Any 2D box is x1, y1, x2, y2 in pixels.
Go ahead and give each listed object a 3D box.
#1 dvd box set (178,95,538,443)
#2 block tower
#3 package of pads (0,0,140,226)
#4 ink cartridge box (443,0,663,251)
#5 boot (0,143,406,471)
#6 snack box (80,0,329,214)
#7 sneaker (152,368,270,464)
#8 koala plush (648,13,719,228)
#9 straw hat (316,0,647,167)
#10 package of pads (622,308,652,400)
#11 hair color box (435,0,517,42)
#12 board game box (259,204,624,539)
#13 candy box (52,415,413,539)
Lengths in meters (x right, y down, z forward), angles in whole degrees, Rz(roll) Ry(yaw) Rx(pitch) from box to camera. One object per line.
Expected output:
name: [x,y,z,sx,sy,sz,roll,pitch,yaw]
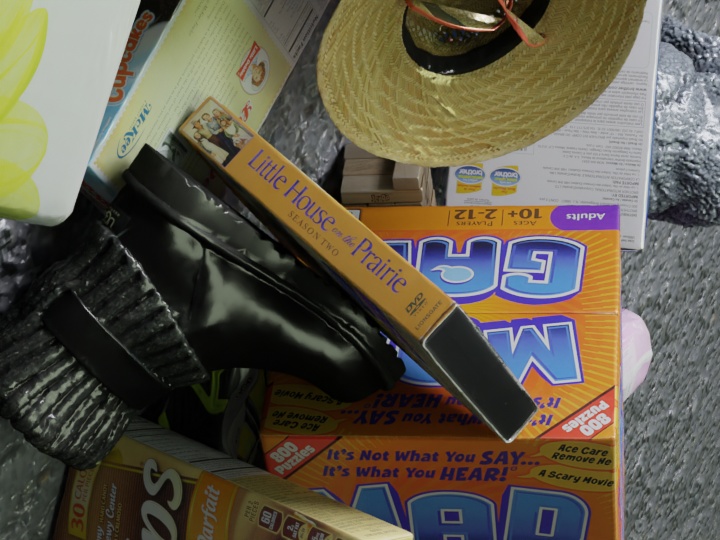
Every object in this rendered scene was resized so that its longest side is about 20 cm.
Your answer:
dvd box set: [0.000,0.000,1.017,0.029,0.200,0.146,-46,147,-4]
block tower: [0.027,0.002,1.260,0.054,0.057,0.201,-81,166,-49]
package of pads: [-0.170,-0.128,0.873,0.154,0.068,0.202,16,93,-58]
ink cartridge box: [0.125,-0.086,1.264,0.076,0.135,0.202,-21,115,-81]
boot: [-0.091,0.049,1.012,0.211,0.079,0.158,38,90,-29]
snack box: [-0.087,-0.117,1.044,0.201,0.037,0.116,-63,148,-15]
sneaker: [-0.082,0.098,1.133,0.076,0.075,0.202,3,104,-58]
koala plush: [0.183,-0.100,1.384,0.199,0.183,0.179,-7,112,-44]
straw hat: [0.060,-0.158,1.061,0.199,0.086,0.202,-12,141,-9]
package of pads: [0.116,0.088,1.405,0.200,0.120,0.076,-38,136,-43]
hair color box: [0.103,-0.211,1.130,0.060,0.199,0.101,10,56,-60]
board game box: [0.061,0.099,1.171,0.201,0.198,0.201,-80,166,-48]
candy box: [-0.078,0.166,1.051,0.055,0.199,0.117,3,103,-60]
